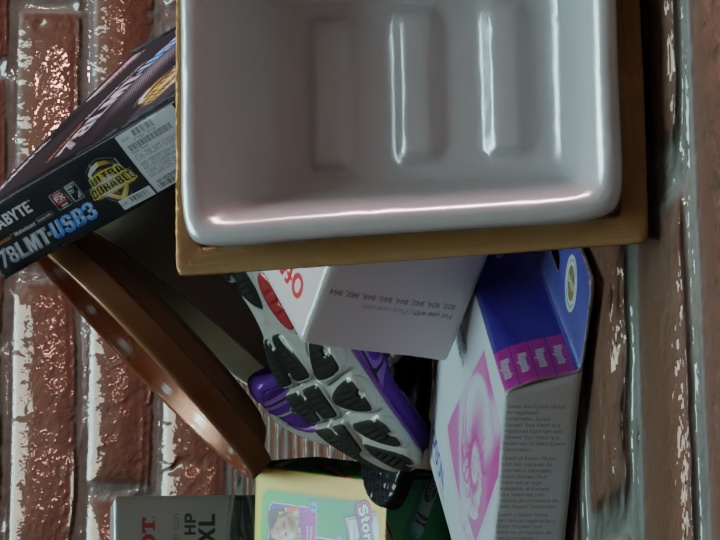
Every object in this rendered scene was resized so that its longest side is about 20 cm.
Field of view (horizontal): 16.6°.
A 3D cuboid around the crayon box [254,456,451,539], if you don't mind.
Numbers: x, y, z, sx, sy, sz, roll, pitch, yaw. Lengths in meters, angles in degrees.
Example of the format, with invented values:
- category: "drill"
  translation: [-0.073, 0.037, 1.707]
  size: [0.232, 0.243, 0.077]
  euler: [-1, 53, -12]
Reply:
- category: "crayon box"
  translation: [-0.006, 0.217, 1.487]
  size: [0.119, 0.058, 0.201]
  euler: [2, 91, 46]

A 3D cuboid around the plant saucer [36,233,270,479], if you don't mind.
- category: "plant saucer"
  translation: [-0.123, 0.043, 1.480]
  size: [0.200, 0.032, 0.200]
  euler: [44, 171, 8]

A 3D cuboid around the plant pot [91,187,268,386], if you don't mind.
- category: "plant pot"
  translation: [-0.047, -0.046, 1.529]
  size: [0.200, 0.187, 0.187]
  euler: [-51, 1, -10]

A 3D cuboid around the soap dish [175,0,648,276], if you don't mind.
- category: "soap dish"
  translation: [0.022, -0.078, 1.034]
  size: [0.081, 0.199, 0.158]
  euler: [32, -125, -71]

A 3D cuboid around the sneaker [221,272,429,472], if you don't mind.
- category: "sneaker"
  translation: [-0.011, 0.015, 1.326]
  size: [0.200, 0.083, 0.081]
  euler: [62, 152, -7]

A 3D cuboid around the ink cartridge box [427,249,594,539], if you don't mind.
- category: "ink cartridge box"
  translation: [0.069, 0.053, 1.203]
  size: [0.197, 0.043, 0.201]
  euler: [-103, 14, -64]

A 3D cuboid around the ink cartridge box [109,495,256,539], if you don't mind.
- category: "ink cartridge box"
  translation: [-0.063, 0.219, 1.597]
  size: [0.084, 0.199, 0.146]
  euler: [124, 146, -79]

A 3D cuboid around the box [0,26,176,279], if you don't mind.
- category: "box"
  translation: [-0.104, -0.095, 1.390]
  size: [0.198, 0.050, 0.200]
  euler: [-22, 20, 42]

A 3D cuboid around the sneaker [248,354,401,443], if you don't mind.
- category: "sneaker"
  translation: [0.000, 0.000, 1.395]
  size: [0.201, 0.083, 0.081]
  euler: [-64, 13, 3]

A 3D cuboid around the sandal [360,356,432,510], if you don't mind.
- category: "sandal"
  translation: [0.037, 0.065, 1.453]
  size: [0.075, 0.045, 0.200]
  euler: [-57, 15, 33]

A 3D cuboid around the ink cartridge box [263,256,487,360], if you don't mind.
- category: "ink cartridge box"
  translation: [0.015, -0.079, 1.197]
  size: [0.146, 0.084, 0.201]
  euler: [59, 135, 53]
